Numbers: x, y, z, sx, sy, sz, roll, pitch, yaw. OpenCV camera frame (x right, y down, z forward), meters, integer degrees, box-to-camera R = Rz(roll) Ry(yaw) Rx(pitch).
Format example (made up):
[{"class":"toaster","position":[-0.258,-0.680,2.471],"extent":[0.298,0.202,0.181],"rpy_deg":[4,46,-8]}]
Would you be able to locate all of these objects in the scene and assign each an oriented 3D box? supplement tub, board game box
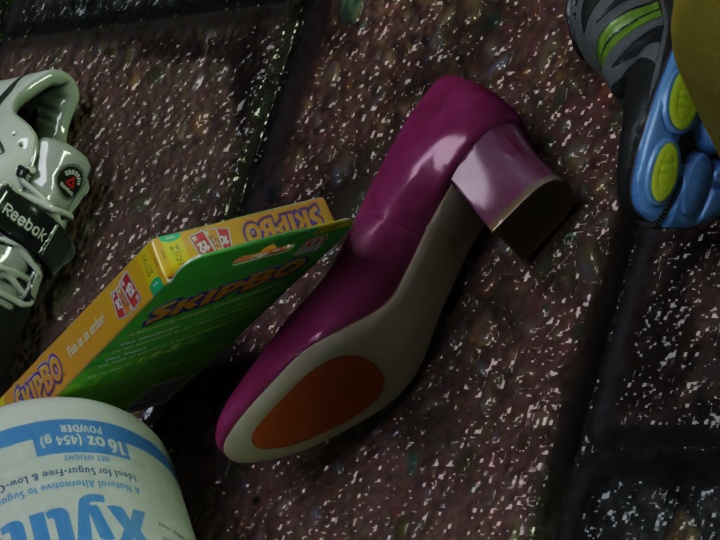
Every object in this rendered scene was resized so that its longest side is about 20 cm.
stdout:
[{"class":"supplement tub","position":[-0.126,0.166,1.321],"extent":[0.132,0.132,0.200],"rpy_deg":[-40,43,17]},{"class":"board game box","position":[-0.087,0.022,1.357],"extent":[0.200,0.095,0.030],"rpy_deg":[-39,71,51]}]

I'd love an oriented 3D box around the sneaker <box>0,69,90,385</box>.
[{"class":"sneaker","position":[-0.183,-0.028,1.549],"extent":[0.088,0.074,0.200],"rpy_deg":[-25,46,27]}]

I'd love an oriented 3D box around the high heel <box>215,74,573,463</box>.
[{"class":"high heel","position":[0.000,0.000,1.362],"extent":[0.200,0.067,0.096],"rpy_deg":[-38,49,-3]}]

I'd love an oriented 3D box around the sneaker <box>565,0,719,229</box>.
[{"class":"sneaker","position":[0.132,-0.094,1.304],"extent":[0.083,0.071,0.200],"rpy_deg":[-28,42,35]}]

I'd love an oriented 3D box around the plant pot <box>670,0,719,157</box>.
[{"class":"plant pot","position":[0.226,-0.107,1.077],"extent":[0.195,0.200,0.194],"rpy_deg":[34,89,31]}]
